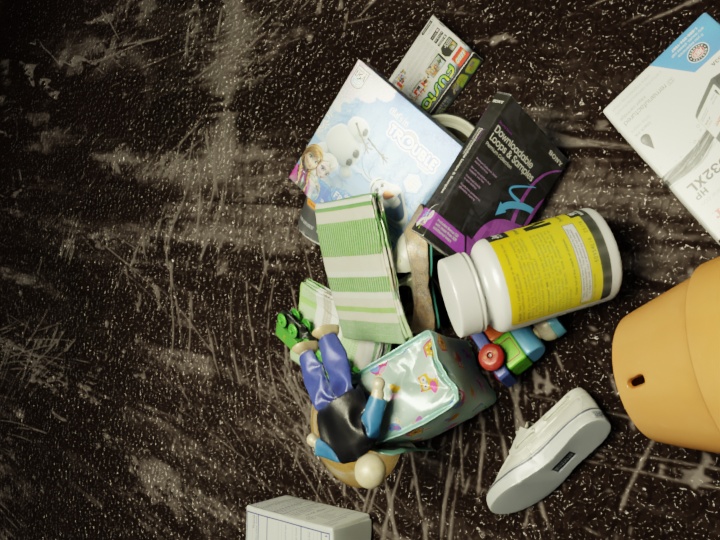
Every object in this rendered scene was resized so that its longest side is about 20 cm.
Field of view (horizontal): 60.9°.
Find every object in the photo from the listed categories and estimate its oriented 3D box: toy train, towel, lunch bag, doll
[{"bbox_3d":[0.182,0.043,0.837,0.115,0.084,0.203,-37,55,11],"label":"toy train"},{"bbox_3d":[-0.039,0.117,0.967,0.197,0.030,0.154,25,110,38],"label":"towel"},{"bbox_3d":[0.000,0.000,0.852,0.150,0.023,0.207,-1,107,51],"label":"towel"},{"bbox_3d":[-0.069,0.132,0.959,0.199,0.041,0.058,39,130,35],"label":"toy train"},{"bbox_3d":[0.064,0.182,0.835,0.198,0.169,0.124,-35,65,17],"label":"lunch bag"},{"bbox_3d":[-0.019,0.169,0.761,0.135,0.048,0.204,-37,62,23],"label":"doll"}]

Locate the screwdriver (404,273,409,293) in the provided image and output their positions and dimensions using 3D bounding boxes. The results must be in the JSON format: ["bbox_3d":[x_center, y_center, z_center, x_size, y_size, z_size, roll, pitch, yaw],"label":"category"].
[{"bbox_3d":[0.061,-0.024,0.959,0.028,0.029,0.205,-34,70,29],"label":"screwdriver"}]

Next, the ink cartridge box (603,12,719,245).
[{"bbox_3d":[0.393,-0.150,0.676,0.145,0.083,0.203,-44,61,26],"label":"ink cartridge box"}]

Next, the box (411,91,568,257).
[{"bbox_3d":[0.169,-0.099,0.787,0.203,0.141,0.036,-58,33,0],"label":"box"}]

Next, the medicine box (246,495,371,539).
[{"bbox_3d":[-0.087,0.478,0.978,0.195,0.101,0.189,-4,82,38],"label":"medicine box"}]

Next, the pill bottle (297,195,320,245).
[{"bbox_3d":[-0.026,-0.146,0.979,0.105,0.104,0.205,35,116,35],"label":"pill bottle"}]

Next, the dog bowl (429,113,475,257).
[{"bbox_3d":[0.120,-0.119,0.900,0.195,0.073,0.208,-5,83,38],"label":"dog bowl"}]

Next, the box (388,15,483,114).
[{"bbox_3d":[0.091,-0.279,0.965,0.201,0.034,0.111,-52,57,22],"label":"box"}]

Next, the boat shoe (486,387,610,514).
[{"bbox_3d":[0.228,0.230,0.785,0.202,0.069,0.071,-55,29,24],"label":"boat shoe"}]

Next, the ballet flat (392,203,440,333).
[{"bbox_3d":[0.071,0.007,0.843,0.065,0.069,0.206,-7,119,3],"label":"ballet flat"}]

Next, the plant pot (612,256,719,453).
[{"bbox_3d":[0.354,0.096,0.625,0.139,0.195,0.207,-24,70,50],"label":"plant pot"}]

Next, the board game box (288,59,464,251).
[{"bbox_3d":[0.021,-0.151,0.872,0.199,0.043,0.201,41,110,14],"label":"board game box"}]

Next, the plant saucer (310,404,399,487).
[{"bbox_3d":[-0.018,0.246,0.992,0.196,0.035,0.208,-5,82,38],"label":"plant saucer"}]

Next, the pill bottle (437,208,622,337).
[{"bbox_3d":[0.199,0.006,0.740,0.194,0.115,0.118,-16,72,-2],"label":"pill bottle"}]
